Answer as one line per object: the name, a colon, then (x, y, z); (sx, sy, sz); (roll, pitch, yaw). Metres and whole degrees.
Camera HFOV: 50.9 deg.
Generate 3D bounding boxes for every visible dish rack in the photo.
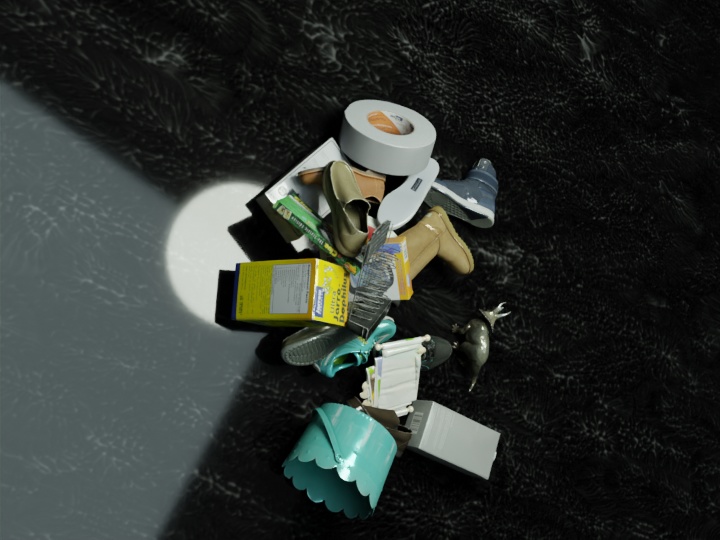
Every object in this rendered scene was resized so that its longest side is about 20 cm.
dish rack: (0.030, 0.011, 1.400); (0.054, 0.153, 0.203); (18, 114, 11)

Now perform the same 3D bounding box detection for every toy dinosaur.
toy dinosaur: (0.253, 0.162, 1.673); (0.076, 0.102, 0.203); (24, 72, -23)

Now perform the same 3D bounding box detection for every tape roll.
tape roll: (0.055, -0.278, 1.570); (0.197, 0.067, 0.202); (11, 36, -8)

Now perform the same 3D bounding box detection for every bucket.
bucket: (-0.036, 0.358, 1.436); (0.207, 0.206, 0.136); (43, 55, -17)

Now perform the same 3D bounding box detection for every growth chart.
growth chart: (0.065, 0.227, 1.550); (0.142, 0.018, 0.203); (-2, 116, -24)

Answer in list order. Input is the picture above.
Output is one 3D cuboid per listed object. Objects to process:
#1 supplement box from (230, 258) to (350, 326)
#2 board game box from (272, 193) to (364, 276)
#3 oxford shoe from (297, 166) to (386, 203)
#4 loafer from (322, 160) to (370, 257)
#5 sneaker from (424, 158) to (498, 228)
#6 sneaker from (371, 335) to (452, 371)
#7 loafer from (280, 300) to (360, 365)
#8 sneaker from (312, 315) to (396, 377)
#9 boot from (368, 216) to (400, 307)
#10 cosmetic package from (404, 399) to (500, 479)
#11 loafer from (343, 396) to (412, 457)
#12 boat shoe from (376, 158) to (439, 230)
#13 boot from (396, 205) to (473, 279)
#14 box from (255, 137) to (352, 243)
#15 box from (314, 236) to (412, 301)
supplement box: (-0.130, 0.045, 1.408); (0.109, 0.197, 0.111); (17, 75, -55)
board game box: (-0.071, -0.070, 1.428); (0.199, 0.105, 0.024); (40, 109, 2)
oxford shoe: (-0.033, -0.168, 1.507); (0.197, 0.071, 0.073); (4, 86, -29)
loafer: (-0.018, -0.124, 1.403); (0.075, 0.067, 0.203); (9, 59, -41)
sneaker: (0.224, -0.200, 1.722); (0.200, 0.077, 0.148); (24, 64, -16)
sneaker: (0.123, 0.179, 1.614); (0.197, 0.079, 0.077); (-3, 85, -30)
loafer: (-0.072, 0.120, 1.481); (0.197, 0.070, 0.076); (-22, 138, -22)
sneaker: (-0.006, 0.159, 1.534); (0.198, 0.080, 0.078); (-26, 133, -23)
boot: (0.028, -0.014, 1.592); (0.199, 0.072, 0.146); (39, 69, -23)
cosmetic package: (0.194, 0.363, 1.628); (0.198, 0.090, 0.108); (31, 70, -25)
loafer: (0.038, 0.303, 1.532); (0.071, 0.073, 0.200); (-47, 130, -3)
boat shoe: (0.097, -0.151, 1.599); (0.070, 0.070, 0.201); (31, 64, 8)
boot: (0.132, -0.015, 1.594); (0.200, 0.066, 0.176); (-41, 103, -29)
box: (-0.102, -0.164, 1.542); (0.200, 0.060, 0.117); (-45, 105, -25)
box: (0.000, 0.000, 1.509); (0.042, 0.196, 0.121); (-54, 137, -65)
